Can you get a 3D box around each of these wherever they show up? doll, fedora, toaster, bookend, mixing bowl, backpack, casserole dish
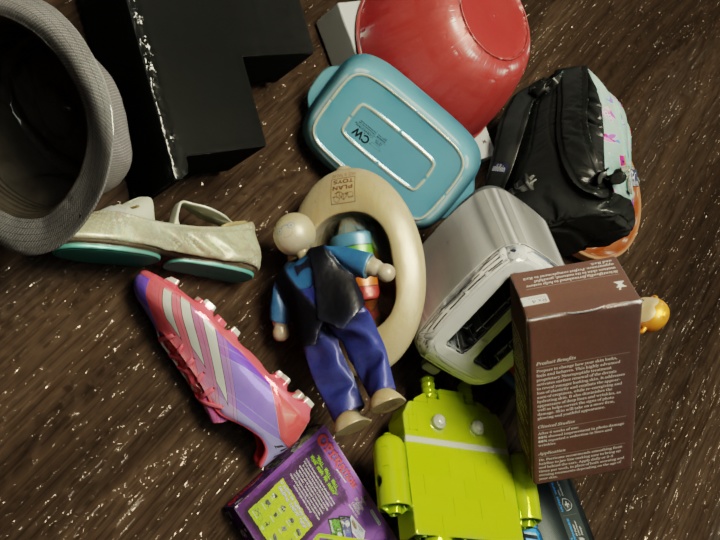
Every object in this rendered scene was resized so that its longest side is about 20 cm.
[{"bbox_3d":[-0.024,0.036,0.778,0.048,0.136,0.202,14,46,-60],"label":"doll"},{"bbox_3d":[-0.244,-0.115,0.682,0.200,0.178,0.090,42,22,12],"label":"fedora"},{"bbox_3d":[0.124,0.014,0.857,0.113,0.200,0.130,32,24,-25],"label":"toaster"},{"bbox_3d":[-0.129,-0.180,0.808,0.198,0.092,0.201,-15,87,-38],"label":"bookend"},{"bbox_3d":[0.106,-0.243,0.920,0.198,0.108,0.203,11,72,-34],"label":"mixing bowl"},{"bbox_3d":[0.228,-0.120,0.977,0.126,0.165,0.202,36,52,-46],"label":"backpack"},{"bbox_3d":[0.029,-0.125,0.876,0.199,0.121,0.039,39,15,-3],"label":"casserole dish"}]

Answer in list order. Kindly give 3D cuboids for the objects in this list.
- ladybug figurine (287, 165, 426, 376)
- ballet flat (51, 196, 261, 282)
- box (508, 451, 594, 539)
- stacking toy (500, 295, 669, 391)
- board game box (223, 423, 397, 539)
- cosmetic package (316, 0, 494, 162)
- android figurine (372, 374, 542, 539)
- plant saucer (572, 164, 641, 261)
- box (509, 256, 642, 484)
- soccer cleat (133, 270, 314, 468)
[{"bbox_3d":[0.000,0.000,0.839,0.072,0.134,0.203,21,63,-72],"label":"ladybug figurine"},{"bbox_3d":[-0.173,-0.031,0.755,0.198,0.067,0.063,11,72,-43],"label":"ballet flat"},{"bbox_3d":[0.167,0.285,0.880,0.157,0.046,0.202,2,59,-33],"label":"box"},{"bbox_3d":[0.224,0.058,0.880,0.110,0.199,0.117,43,60,-16],"label":"stacking toy"},{"bbox_3d":[-0.025,0.257,0.799,0.120,0.032,0.201,-36,99,-32],"label":"board game box"},{"bbox_3d":[0.053,-0.198,0.967,0.150,0.051,0.202,-19,89,-35],"label":"cosmetic package"},{"bbox_3d":[0.091,0.196,0.834,0.180,0.041,0.202,14,54,-25],"label":"android figurine"},{"bbox_3d":[0.280,-0.109,1.114,0.198,0.032,0.203,10,73,-33],"label":"plant saucer"},{"bbox_3d":[0.192,0.094,0.798,0.099,0.202,0.075,-9,36,0],"label":"box"},{"bbox_3d":[-0.127,0.083,0.757,0.200,0.067,0.077,44,78,-13],"label":"soccer cleat"}]
